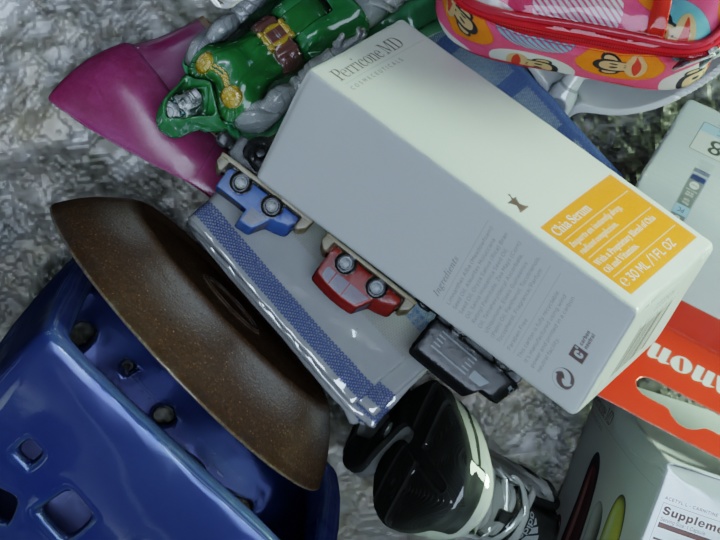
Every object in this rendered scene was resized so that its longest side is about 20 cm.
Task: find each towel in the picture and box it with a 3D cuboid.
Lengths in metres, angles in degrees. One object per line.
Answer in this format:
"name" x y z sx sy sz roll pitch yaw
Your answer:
"towel" 0.025 -0.033 1.368 0.200 0.024 0.147 -42 88 -15

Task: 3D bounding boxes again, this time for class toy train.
"toy train" 0.000 0.000 1.329 0.200 0.034 0.046 39 85 0

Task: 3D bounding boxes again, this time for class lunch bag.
"lunch bag" 0.137 -0.193 1.312 0.176 0.082 0.200 11 75 2

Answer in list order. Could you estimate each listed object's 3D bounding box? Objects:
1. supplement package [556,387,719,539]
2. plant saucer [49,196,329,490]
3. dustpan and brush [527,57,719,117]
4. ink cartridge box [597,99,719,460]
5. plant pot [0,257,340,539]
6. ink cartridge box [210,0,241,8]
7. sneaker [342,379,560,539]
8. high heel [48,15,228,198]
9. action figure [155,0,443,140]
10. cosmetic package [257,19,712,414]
"supplement package" 0.176 0.190 1.393 0.147 0.191 0.200 19 98 -8
"plant saucer" -0.078 0.028 1.337 0.037 0.200 0.200 -44 101 4
"dustpan and brush" 0.123 -0.117 1.399 0.139 0.057 0.200 31 126 -1
"ink cartridge box" 0.203 0.012 1.353 0.160 0.200 0.047 28 135 8
"plant pot" -0.141 0.128 1.356 0.180 0.200 0.200 -43 100 10
"ink cartridge box" -0.041 -0.210 1.299 0.145 0.200 0.084 -38 101 2
"sneaker" 0.066 0.112 1.368 0.115 0.200 0.076 27 92 -12
"high heel" -0.084 -0.031 1.390 0.096 0.067 0.200 -26 96 -10
"action figure" -0.024 -0.130 1.359 0.200 0.055 0.118 -38 67 -9
"cosmetic package" 0.062 -0.030 1.282 0.200 0.101 0.071 36 124 12
